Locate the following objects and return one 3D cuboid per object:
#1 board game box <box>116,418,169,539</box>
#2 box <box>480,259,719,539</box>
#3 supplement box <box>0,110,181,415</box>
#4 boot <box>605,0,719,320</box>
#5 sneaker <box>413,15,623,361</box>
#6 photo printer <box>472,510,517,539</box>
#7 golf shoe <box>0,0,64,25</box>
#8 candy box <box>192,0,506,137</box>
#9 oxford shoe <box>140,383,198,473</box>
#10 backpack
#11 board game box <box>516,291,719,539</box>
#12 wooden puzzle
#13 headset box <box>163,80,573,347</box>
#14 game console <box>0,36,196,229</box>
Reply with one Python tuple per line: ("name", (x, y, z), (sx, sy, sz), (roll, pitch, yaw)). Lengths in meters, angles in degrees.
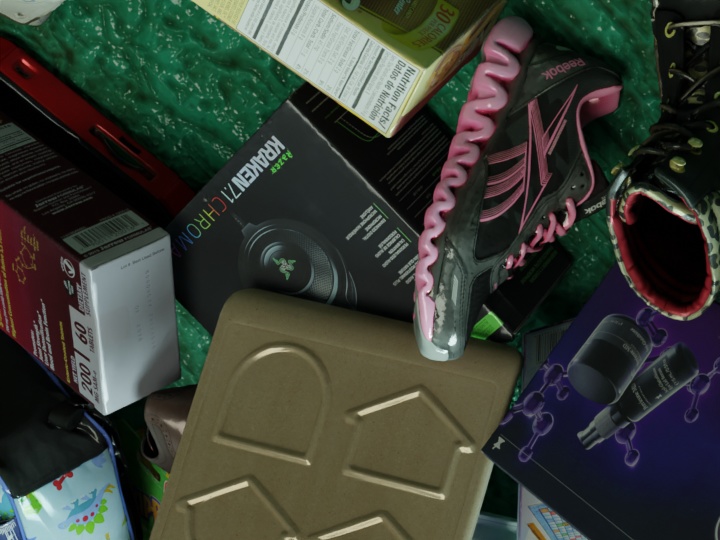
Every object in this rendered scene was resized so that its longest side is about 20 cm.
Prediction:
("board game box", (-0.133, 0.200, 1.649), (0.096, 0.030, 0.201), (40, 140, 46))
("box", (0.178, 0.097, 1.258), (0.141, 0.079, 0.200), (-56, 43, 3))
("supplement box", (-0.192, -0.010, 1.484), (0.200, 0.061, 0.109), (34, 138, 41))
("boot", (0.172, -0.090, 1.248), (0.073, 0.154, 0.204), (-3, 115, 30))
("sneaker", (0.088, -0.039, 1.323), (0.095, 0.201, 0.079), (19, 163, 3))
("photo printer", (0.010, 0.172, 1.471), (0.166, 0.200, 0.070), (1, 80, 30))
("golf shoe", (-0.185, -0.189, 1.464), (0.199, 0.078, 0.097), (16, 141, 28))
("candy box", (-0.030, -0.169, 1.344), (0.200, 0.115, 0.055), (35, 130, 8))
("oxford shoe", (-0.095, 0.104, 1.520), (0.072, 0.071, 0.200), (15, 163, 4))
("backpack", (-0.237, 0.163, 1.620), (0.183, 0.147, 0.201), (34, 146, 47))
("board game box", (0.177, 0.105, 1.339), (0.199, 0.200, 0.041), (-18, 145, 35))
("wooden puzzle", (-0.016, 0.120, 1.363), (0.184, 0.201, 0.046), (12, 163, 23))
("headset box", (0.000, 0.000, 1.440), (0.200, 0.093, 0.174), (46, 130, -2))
("game console", (-0.204, -0.041, 1.580), (0.200, 0.031, 0.177), (39, 134, 5))
